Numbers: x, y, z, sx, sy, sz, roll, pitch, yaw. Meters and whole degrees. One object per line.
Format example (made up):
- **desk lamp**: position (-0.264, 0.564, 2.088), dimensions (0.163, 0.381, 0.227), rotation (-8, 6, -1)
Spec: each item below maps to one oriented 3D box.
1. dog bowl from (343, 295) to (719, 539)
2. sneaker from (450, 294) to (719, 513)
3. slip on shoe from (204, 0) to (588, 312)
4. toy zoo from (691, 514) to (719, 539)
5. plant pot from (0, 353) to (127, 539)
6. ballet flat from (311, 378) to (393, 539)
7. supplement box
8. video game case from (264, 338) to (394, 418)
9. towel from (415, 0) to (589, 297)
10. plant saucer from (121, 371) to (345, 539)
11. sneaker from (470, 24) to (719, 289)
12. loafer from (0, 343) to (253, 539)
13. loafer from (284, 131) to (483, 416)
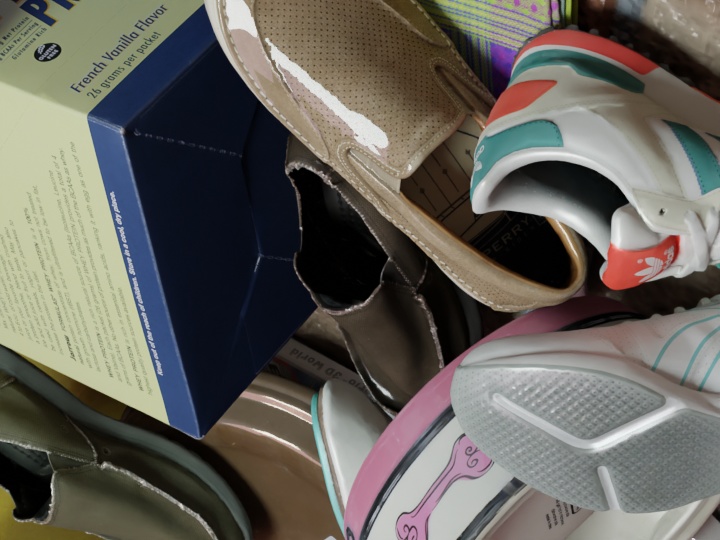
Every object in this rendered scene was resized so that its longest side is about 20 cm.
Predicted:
- **dog bowl**: position (0.079, 0.095, 0.847), dimensions (0.074, 0.199, 0.201), rotation (48, 153, 30)
- **sneaker**: position (0.134, 0.045, 0.732), dimensions (0.199, 0.080, 0.071), rotation (3, 130, 2)
- **slip on shoe**: position (0.019, -0.059, 0.775), dimensions (0.200, 0.076, 0.061), rotation (50, 175, -17)
- **toy zoo**: position (0.162, 0.184, 0.990), dimensions (0.131, 0.020, 0.200), rotation (53, 147, 1)
- **plant pot**: position (-0.229, 0.134, 1.159), dimensions (0.195, 0.200, 0.195), rotation (20, 153, 30)
- **ballet flat**: position (0.030, 0.142, 0.953), dimensions (0.069, 0.069, 0.201), rotation (2, 113, 45)
- **supplement box**: position (-0.131, -0.062, 0.923), dimensions (0.199, 0.134, 0.201), rotation (22, 142, 28)
- **video game case**: position (0.027, 0.121, 1.053), dimensions (0.199, 0.018, 0.144), rotation (26, 144, 37)
- **towel**: position (0.036, -0.073, 0.842), dimensions (0.143, 0.023, 0.201), rotation (22, 141, 29)
- **plant saucer**: position (-0.051, 0.138, 1.052), dimensions (0.199, 0.030, 0.201), rotation (15, 131, 17)
- **sneaker**: position (0.134, -0.019, 0.725), dimensions (0.199, 0.094, 0.071), rotation (23, 144, 13)
- **loafer**: position (-0.149, 0.113, 0.995), dimensions (0.199, 0.070, 0.075), rotation (31, 135, -11)
- **loafer**: position (0.000, 0.000, 0.876), dimensions (0.073, 0.071, 0.201), rotation (14, 137, 35)
